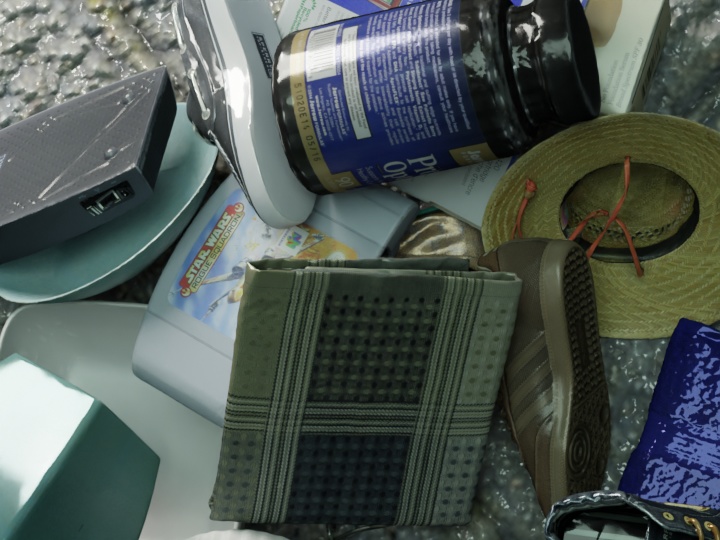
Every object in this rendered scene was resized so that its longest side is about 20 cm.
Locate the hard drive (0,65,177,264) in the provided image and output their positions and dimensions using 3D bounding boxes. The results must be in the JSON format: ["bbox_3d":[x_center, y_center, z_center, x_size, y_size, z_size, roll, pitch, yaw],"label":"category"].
[{"bbox_3d":[-0.224,-0.067,1.449,0.199,0.042,0.135,-20,35,22],"label":"hard drive"}]

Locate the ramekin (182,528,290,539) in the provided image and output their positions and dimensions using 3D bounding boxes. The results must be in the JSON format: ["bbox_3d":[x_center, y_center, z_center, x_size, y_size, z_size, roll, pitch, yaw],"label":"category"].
[{"bbox_3d":[-0.080,0.264,1.327,0.201,0.094,0.204,0,111,0],"label":"ramekin"}]

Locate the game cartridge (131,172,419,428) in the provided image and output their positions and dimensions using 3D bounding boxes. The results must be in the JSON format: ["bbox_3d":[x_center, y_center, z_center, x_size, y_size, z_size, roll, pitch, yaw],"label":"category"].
[{"bbox_3d":[-0.065,0.009,1.380,0.133,0.042,0.201,29,78,14],"label":"game cartridge"}]

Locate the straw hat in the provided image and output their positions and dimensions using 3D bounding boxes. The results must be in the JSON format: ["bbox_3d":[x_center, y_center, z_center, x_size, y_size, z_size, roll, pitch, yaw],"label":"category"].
[{"bbox_3d":[0.185,-0.051,1.389,0.199,0.202,0.085,-3,36,10],"label":"straw hat"}]

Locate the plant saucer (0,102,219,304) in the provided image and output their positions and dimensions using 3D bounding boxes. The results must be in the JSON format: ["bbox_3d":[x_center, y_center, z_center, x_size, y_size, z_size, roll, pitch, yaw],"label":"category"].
[{"bbox_3d":[-0.174,-0.038,1.443,0.200,0.039,0.202,-26,32,17],"label":"plant saucer"}]

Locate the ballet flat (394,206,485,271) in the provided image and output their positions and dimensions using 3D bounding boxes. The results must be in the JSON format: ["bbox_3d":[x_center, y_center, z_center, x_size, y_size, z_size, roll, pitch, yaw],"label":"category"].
[{"bbox_3d":[0.000,0.000,1.429,0.198,0.068,0.068,-12,82,9],"label":"ballet flat"}]

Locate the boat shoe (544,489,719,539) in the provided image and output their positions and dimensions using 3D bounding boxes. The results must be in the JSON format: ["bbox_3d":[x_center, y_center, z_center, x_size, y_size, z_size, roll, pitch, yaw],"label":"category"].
[{"bbox_3d":[0.216,0.184,1.282,0.199,0.091,0.071,4,77,18],"label":"boat shoe"}]

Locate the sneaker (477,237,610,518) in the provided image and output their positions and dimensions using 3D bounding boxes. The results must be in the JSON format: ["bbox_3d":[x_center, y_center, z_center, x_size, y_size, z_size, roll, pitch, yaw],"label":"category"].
[{"bbox_3d":[0.122,0.076,1.375,0.075,0.070,0.202,4,101,34],"label":"sneaker"}]

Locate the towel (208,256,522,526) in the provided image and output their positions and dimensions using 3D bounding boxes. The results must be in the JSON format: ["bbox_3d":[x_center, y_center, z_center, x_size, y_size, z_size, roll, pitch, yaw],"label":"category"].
[{"bbox_3d":[0.002,0.079,1.322,0.191,0.035,0.201,3,117,-17],"label":"towel"}]

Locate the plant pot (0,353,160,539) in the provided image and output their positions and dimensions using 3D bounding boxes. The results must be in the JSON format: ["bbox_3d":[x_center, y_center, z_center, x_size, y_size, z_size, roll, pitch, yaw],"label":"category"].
[{"bbox_3d":[-0.234,0.168,1.307,0.141,0.141,0.201,23,72,35],"label":"plant pot"}]

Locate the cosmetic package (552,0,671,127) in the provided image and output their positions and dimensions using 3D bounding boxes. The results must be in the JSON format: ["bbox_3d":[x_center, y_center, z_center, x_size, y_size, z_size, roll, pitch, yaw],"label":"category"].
[{"bbox_3d":[0.113,-0.172,1.443,0.199,0.071,0.106,16,81,14],"label":"cosmetic package"}]

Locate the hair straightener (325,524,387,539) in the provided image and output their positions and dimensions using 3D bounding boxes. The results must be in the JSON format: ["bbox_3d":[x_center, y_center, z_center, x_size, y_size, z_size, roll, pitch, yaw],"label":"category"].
[{"bbox_3d":[0.033,0.108,1.379,0.077,0.041,0.201,29,104,8],"label":"hair straightener"}]

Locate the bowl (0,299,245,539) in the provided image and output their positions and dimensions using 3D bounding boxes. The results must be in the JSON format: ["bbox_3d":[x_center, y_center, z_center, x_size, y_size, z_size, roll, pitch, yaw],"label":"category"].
[{"bbox_3d":[-0.165,0.128,1.423,0.198,0.075,0.202,4,77,12],"label":"bowl"}]

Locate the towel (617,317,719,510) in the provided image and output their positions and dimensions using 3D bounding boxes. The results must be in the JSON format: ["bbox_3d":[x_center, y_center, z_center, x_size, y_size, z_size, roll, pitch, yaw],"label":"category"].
[{"bbox_3d":[0.252,0.146,1.358,0.147,0.050,0.201,19,81,21],"label":"towel"}]

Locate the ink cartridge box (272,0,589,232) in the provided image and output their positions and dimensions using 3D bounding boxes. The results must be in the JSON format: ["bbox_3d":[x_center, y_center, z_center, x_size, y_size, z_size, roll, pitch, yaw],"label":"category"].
[{"bbox_3d":[0.042,-0.159,1.394,0.199,0.047,0.199,27,103,10],"label":"ink cartridge box"}]

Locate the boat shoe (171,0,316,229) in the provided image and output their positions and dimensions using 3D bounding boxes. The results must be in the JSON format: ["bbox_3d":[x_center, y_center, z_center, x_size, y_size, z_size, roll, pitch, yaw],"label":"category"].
[{"bbox_3d":[-0.086,-0.114,1.378,0.068,0.072,0.201,-28,71,32],"label":"boat shoe"}]

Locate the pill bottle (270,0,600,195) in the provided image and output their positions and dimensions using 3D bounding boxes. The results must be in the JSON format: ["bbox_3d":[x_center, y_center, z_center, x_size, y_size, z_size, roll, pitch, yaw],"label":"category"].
[{"bbox_3d":[0.051,-0.121,1.316,0.199,0.112,0.113,-11,75,18],"label":"pill bottle"}]
